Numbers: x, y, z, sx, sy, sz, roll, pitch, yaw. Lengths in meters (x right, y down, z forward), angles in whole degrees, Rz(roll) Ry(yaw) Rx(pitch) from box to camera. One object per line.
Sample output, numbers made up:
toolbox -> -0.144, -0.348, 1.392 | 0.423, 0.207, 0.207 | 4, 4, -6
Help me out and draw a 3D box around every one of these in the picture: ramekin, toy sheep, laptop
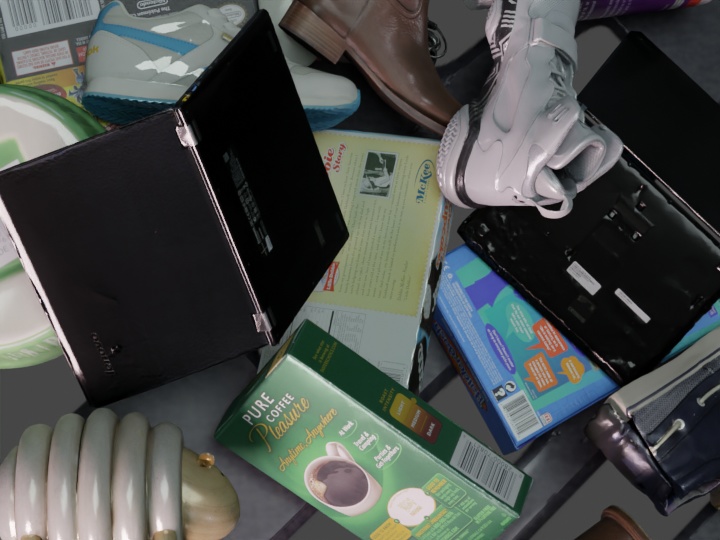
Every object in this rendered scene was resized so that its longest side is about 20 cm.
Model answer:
ramekin -> -0.251, -0.033, 1.286 | 0.197, 0.098, 0.203 | 0, 88, -2
toy sheep -> -0.180, 0.159, 1.270 | 0.197, 0.138, 0.140 | 1, 79, -5
laptop -> 0.202, -0.047, 1.400 | 0.177, 0.103, 0.200 | 42, 99, 0
laptop -> -0.121, -0.041, 1.259 | 0.200, 0.115, 0.189 | -56, 136, -44

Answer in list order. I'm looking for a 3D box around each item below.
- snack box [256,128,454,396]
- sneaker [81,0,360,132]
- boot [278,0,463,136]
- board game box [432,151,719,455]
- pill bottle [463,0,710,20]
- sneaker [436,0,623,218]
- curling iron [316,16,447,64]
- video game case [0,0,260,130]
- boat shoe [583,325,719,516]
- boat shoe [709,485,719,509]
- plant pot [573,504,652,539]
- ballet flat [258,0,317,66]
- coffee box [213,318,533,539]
snack box -> 0.000, 0.000, 1.359 | 0.115, 0.037, 0.202 | 8, 77, 18
sneaker -> -0.096, -0.143, 1.331 | 0.198, 0.077, 0.082 | 6, 76, -12
boot -> 0.064, -0.211, 1.348 | 0.186, 0.064, 0.201 | 33, 90, -20
board game box -> 0.157, 0.023, 1.405 | 0.199, 0.045, 0.153 | -28, 85, -14
pill bottle -> 0.175, -0.248, 1.424 | 0.198, 0.112, 0.114 | -9, 81, -13
sneaker -> 0.137, -0.129, 1.315 | 0.075, 0.114, 0.202 | 30, 81, -46
curling iron -> -0.033, -0.177, 1.417 | 0.197, 0.026, 0.050 | 3, 58, -6
video game case -> -0.161, -0.141, 1.371 | 0.198, 0.025, 0.183 | -14, 86, -10
boat shoe -> 0.258, 0.105, 1.371 | 0.199, 0.075, 0.093 | -28, 70, -31
boat shoe -> 0.329, 0.102, 1.413 | 0.065, 0.072, 0.201 | 33, 70, -3
plant pot -> 0.138, 0.298, 1.282 | 0.197, 0.200, 0.202 | -28, 86, -8
ballet flat -> -0.032, -0.249, 1.388 | 0.069, 0.070, 0.202 | 12, 66, -9
coffee box -> 0.008, 0.130, 1.309 | 0.199, 0.123, 0.044 | 34, 46, -6
